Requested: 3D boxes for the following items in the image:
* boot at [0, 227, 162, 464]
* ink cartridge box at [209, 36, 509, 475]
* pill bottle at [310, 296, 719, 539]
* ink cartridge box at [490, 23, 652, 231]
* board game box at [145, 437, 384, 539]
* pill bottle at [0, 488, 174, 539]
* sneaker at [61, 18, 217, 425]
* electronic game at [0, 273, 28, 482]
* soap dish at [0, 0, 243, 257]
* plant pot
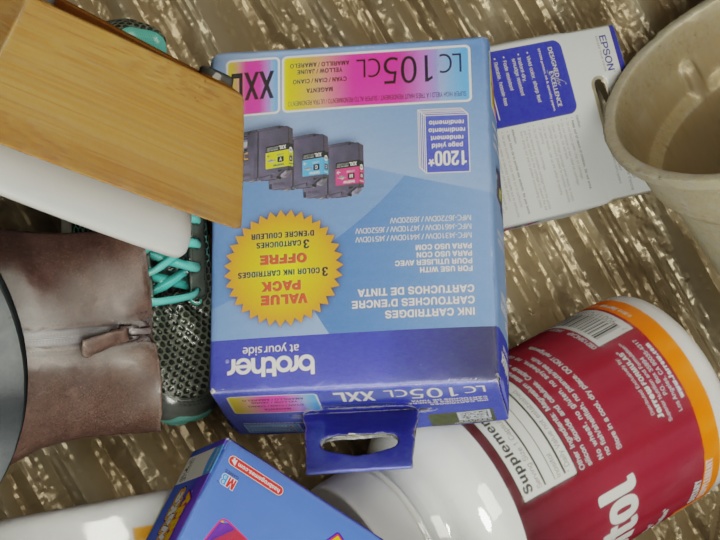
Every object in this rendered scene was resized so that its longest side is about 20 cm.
[{"bbox_3d":[-0.182,-0.006,1.020,0.165,0.072,0.201,-11,100,-10],"label":"boot"},{"bbox_3d":[0.000,0.000,1.055,0.135,0.076,0.201,-4,73,6],"label":"ink cartridge box"},{"bbox_3d":[0.077,0.101,1.114,0.199,0.113,0.114,-26,92,-25],"label":"pill bottle"},{"bbox_3d":[0.055,-0.065,1.177,0.199,0.037,0.095,-13,86,-24],"label":"ink cartridge box"},{"bbox_3d":[-0.014,0.183,0.968,0.199,0.045,0.135,35,66,-15],"label":"board game box"},{"bbox_3d":[-0.107,0.204,1.011,0.111,0.112,0.201,-7,84,-26],"label":"pill bottle"},{"bbox_3d":[-0.104,-0.026,1.065,0.077,0.091,0.201,-16,88,-25],"label":"sneaker"},{"bbox_3d":[-0.240,0.041,0.964,0.198,0.042,0.201,1,111,4],"label":"electronic game"},{"bbox_3d":[-0.155,-0.087,0.968,0.157,0.200,0.082,21,96,-47],"label":"soap dish"},{"bbox_3d":[0.252,-0.038,1.179,0.200,0.200,0.184,-44,122,-24],"label":"plant pot"}]
